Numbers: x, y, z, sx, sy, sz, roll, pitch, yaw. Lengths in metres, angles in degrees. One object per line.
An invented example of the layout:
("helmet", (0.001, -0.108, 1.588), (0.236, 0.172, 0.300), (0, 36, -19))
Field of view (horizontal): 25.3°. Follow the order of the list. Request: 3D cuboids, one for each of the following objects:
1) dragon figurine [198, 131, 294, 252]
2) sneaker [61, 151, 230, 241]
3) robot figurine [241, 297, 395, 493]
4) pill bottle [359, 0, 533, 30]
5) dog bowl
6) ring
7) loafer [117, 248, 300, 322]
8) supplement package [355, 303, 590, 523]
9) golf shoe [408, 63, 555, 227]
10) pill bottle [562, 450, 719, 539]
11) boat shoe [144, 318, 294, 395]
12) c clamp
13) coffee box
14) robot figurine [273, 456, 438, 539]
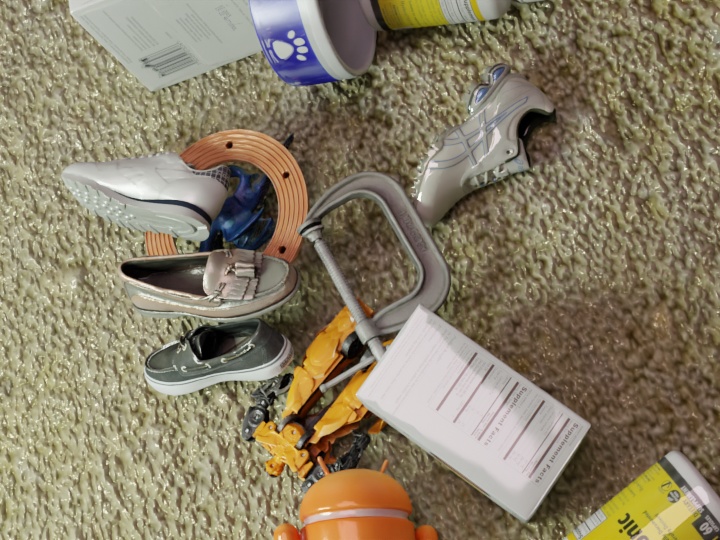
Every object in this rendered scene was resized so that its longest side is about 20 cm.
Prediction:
("dragon figurine", (-0.127, -0.059, 1.765), (0.199, 0.059, 0.100), (-35, 64, 10))
("sneaker", (-0.232, -0.091, 1.736), (0.198, 0.077, 0.081), (15, 70, 23))
("robot figurine", (-0.029, 0.135, 1.656), (0.145, 0.058, 0.200), (37, 85, 28))
("pill bottle", (0.103, -0.326, 1.745), (0.198, 0.111, 0.112), (-3, 69, 19))
("dog bowl", (-0.052, -0.305, 1.752), (0.078, 0.200, 0.202), (-8, 67, 20))
("ring", (-0.143, -0.054, 1.726), (0.198, 0.019, 0.203), (-7, 71, 22))
("loafer", (-0.162, 0.011, 1.662), (0.198, 0.063, 0.072), (-5, 54, 24))
("supplement package", (0.110, 0.140, 1.545), (0.199, 0.114, 0.110), (35, 85, 11))
("golf shoe", (0.128, -0.119, 1.688), (0.097, 0.078, 0.201), (31, 85, 21))
("pill bottle", (0.248, 0.268, 1.472), (0.200, 0.111, 0.112), (-40, 62, 3))
("boat shoe", (-0.159, 0.084, 1.697), (0.199, 0.057, 0.069), (-10, 43, 36))
("c clamp", (0.000, 0.000, 1.644), (0.169, 0.027, 0.201), (-23, 72, -1))
("coffee box", (-0.209, -0.360, 1.832), (0.198, 0.200, 0.200), (-18, 64, 13))
("robot figurine", (0.000, 0.281, 1.556), (0.142, 0.117, 0.202), (-9, 72, 16))
